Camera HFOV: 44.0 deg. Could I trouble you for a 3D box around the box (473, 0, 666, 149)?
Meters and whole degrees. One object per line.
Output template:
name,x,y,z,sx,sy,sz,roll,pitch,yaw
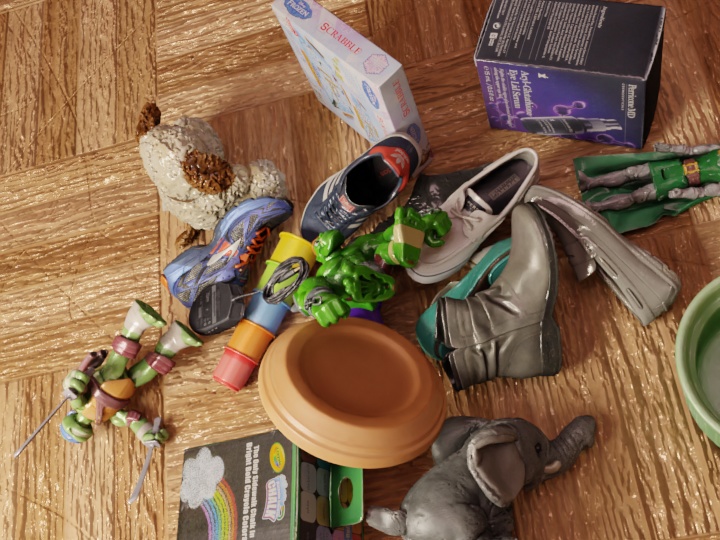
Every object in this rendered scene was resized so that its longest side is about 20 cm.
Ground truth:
box,0.251,-0.238,1.062,0.200,0.148,0.104,12,70,22

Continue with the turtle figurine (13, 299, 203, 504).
turtle figurine,-0.269,0.147,1.035,0.144,0.200,0.194,36,90,-11

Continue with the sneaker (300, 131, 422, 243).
sneaker,-0.013,-0.084,1.062,0.075,0.085,0.200,42,123,-5

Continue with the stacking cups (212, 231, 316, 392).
stacking cups,-0.117,0.051,1.086,0.060,0.061,0.200,20,73,24

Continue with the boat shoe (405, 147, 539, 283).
boat shoe,0.129,-0.066,1.015,0.200,0.066,0.072,-37,73,-8

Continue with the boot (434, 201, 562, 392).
boot,0.144,0.029,0.962,0.130,0.068,0.200,-5,93,-7

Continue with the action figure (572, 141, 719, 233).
action figure,0.355,-0.107,1.024,0.200,0.055,0.118,-12,68,10

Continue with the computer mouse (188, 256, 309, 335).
computer mouse,-0.130,0.032,1.050,0.200,0.034,0.059,-22,59,35

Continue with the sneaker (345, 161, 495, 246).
sneaker,0.076,-0.070,1.088,0.199,0.060,0.104,-9,67,6

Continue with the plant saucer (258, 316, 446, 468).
plant saucer,-0.004,0.114,0.919,0.200,0.038,0.200,10,38,-8

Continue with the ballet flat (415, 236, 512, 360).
ballet flat,0.135,0.016,1.028,0.200,0.067,0.070,-45,45,-9

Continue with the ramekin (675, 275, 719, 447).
ramekin,0.415,0.100,0.883,0.200,0.098,0.200,-7,64,14

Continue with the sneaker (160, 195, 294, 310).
sneaker,-0.157,-0.019,1.127,0.200,0.075,0.078,-40,71,14

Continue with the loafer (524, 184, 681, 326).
loafer,0.258,-0.020,0.987,0.200,0.070,0.070,39,91,13

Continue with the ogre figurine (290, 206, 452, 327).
ogre figurine,0.000,0.000,0.960,0.120,0.098,0.200,-14,40,53

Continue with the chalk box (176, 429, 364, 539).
chalk box,-0.074,0.241,0.921,0.200,0.124,0.125,-15,60,28

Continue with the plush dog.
plush dog,-0.218,-0.124,1.135,0.200,0.172,0.161,33,79,26

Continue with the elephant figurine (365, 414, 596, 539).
elephant figurine,0.131,0.203,0.905,0.141,0.155,0.200,14,72,35

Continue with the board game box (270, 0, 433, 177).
board game box,-0.006,-0.231,1.107,0.041,0.200,0.199,-44,62,-7

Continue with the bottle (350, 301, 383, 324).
bottle,-0.012,0.082,1.038,0.083,0.065,0.200,1,66,9
